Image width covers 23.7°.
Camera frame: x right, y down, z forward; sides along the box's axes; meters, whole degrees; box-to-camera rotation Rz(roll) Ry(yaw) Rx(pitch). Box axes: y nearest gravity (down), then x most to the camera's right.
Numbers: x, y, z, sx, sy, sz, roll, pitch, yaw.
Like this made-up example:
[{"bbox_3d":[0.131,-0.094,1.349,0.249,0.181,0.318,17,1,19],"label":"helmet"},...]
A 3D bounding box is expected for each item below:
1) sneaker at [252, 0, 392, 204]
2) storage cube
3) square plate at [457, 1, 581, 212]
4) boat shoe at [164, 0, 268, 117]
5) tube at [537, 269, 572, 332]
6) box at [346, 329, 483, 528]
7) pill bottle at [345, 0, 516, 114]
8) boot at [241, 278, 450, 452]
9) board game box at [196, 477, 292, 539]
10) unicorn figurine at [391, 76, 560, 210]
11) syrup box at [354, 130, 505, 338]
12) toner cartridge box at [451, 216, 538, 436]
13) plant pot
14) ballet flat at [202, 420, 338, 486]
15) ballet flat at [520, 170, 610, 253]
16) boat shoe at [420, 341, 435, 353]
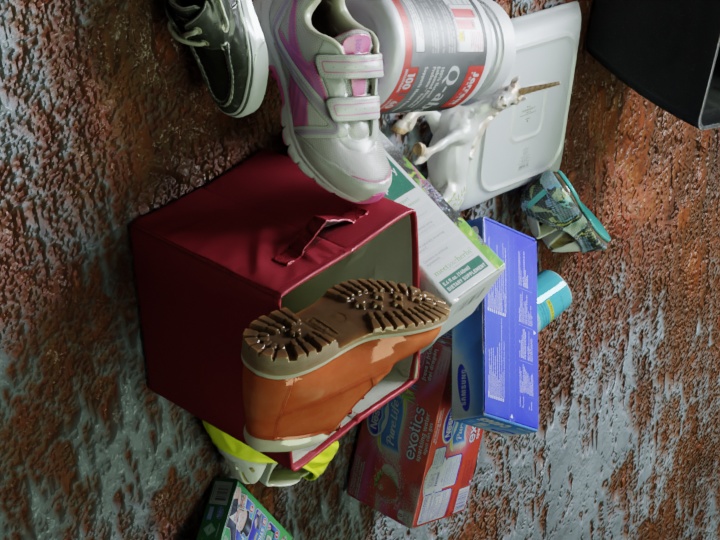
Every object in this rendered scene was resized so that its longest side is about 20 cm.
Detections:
[{"bbox_3d":[-0.022,-0.152,1.402,0.081,0.088,0.202,-18,81,-45],"label":"sneaker"},{"bbox_3d":[-0.069,0.026,1.453,0.170,0.179,0.202,-33,133,-38],"label":"storage cube"},{"bbox_3d":[0.167,-0.168,1.788,0.199,0.028,0.200,-22,125,-45],"label":"square plate"},{"bbox_3d":[-0.125,-0.208,1.345,0.063,0.070,0.202,-34,126,-38],"label":"boat shoe"},{"bbox_3d":[0.152,0.074,1.900,0.199,0.050,0.078,-39,130,-27],"label":"tube"},{"bbox_3d":[0.067,0.151,1.779,0.099,0.095,0.202,-9,116,-51],"label":"box"},{"bbox_3d":[0.047,-0.200,1.532,0.199,0.115,0.117,-9,117,-50],"label":"pill bottle"},{"bbox_3d":[-0.014,0.074,1.343,0.199,0.075,0.108,-18,127,-37],"label":"boot"},{"bbox_3d":[-0.126,0.316,1.616,0.135,0.029,0.202,57,42,-52],"label":"board game box"},{"bbox_3d":[0.090,-0.117,1.682,0.137,0.074,0.201,-18,144,-44],"label":"unicorn figurine"},{"bbox_3d":[0.024,-0.037,1.516,0.078,0.200,0.082,-31,163,-38],"label":"syrup box"},{"bbox_3d":[0.135,0.057,1.716,0.094,0.043,0.203,20,65,-45],"label":"toner cartridge box"},{"bbox_3d":[0.361,-0.281,1.851,0.199,0.176,0.202,-12,119,-48],"label":"plant pot"},{"bbox_3d":[-0.088,0.169,1.613,0.199,0.066,0.068,17,100,-57],"label":"ballet flat"},{"bbox_3d":[0.222,-0.056,1.900,0.075,0.074,0.200,-62,151,-6],"label":"ballet flat"},{"bbox_3d":[-0.007,0.072,1.598,0.072,0.199,0.062,45,30,-32],"label":"boat shoe"}]
